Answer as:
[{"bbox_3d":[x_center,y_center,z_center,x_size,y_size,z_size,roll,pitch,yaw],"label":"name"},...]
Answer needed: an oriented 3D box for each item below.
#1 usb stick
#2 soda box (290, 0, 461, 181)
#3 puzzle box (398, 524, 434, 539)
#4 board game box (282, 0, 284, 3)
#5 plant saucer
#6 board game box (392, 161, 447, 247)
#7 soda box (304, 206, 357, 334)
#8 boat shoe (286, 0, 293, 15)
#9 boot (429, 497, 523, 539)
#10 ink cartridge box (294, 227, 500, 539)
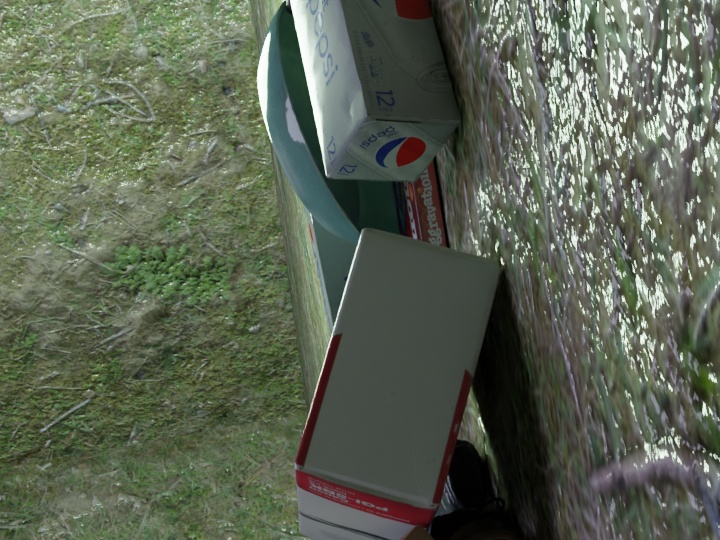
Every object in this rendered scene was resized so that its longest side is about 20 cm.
[{"bbox_3d":[0.064,0.165,0.999,0.200,0.032,0.056,100,160,-73],"label":"usb stick"},{"bbox_3d":[0.001,-0.156,0.843,0.068,0.063,0.201,126,139,-51],"label":"soda box"},{"bbox_3d":[0.023,0.241,0.774,0.133,0.025,0.200,47,133,6],"label":"puzzle box"},{"bbox_3d":[-0.062,-0.351,1.336,0.199,0.043,0.201,-159,60,-83],"label":"board game box"},{"bbox_3d":[-0.025,-0.100,0.999,0.200,0.036,0.201,53,-156,-37],"label":"plant saucer"},{"bbox_3d":[0.032,-0.096,0.953,0.103,0.019,0.201,-155,56,-82],"label":"board game box"},{"bbox_3d":[0.000,0.000,1.109,0.064,0.068,0.201,90,169,-66],"label":"soda box"},{"bbox_3d":[-0.033,-0.268,0.994,0.072,0.066,0.202,104,162,-61],"label":"boat shoe"},{"bbox_3d":[0.062,0.174,0.824,0.200,0.074,0.097,85,170,-54],"label":"boot"},{"bbox_3d":[0.018,0.085,0.813,0.200,0.082,0.147,95,-169,-68],"label":"ink cartridge box"}]
